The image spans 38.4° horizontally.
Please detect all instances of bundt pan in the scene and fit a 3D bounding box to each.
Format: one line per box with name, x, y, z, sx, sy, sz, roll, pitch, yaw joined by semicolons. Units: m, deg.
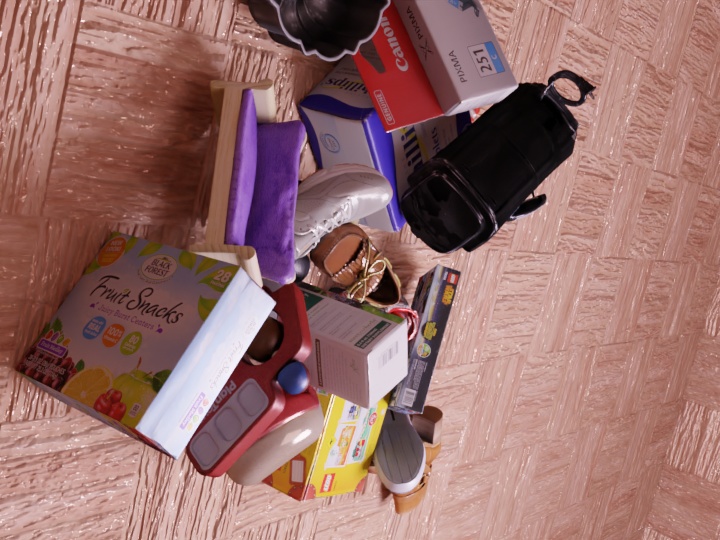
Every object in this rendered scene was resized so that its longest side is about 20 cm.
bundt pan;-0.053;-0.325;1.086;0.201;0.076;0.203;-19;115;-45

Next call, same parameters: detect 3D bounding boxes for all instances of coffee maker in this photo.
coffee maker;0.158;-0.134;1.235;0.200;0.134;0.192;-44;160;-35

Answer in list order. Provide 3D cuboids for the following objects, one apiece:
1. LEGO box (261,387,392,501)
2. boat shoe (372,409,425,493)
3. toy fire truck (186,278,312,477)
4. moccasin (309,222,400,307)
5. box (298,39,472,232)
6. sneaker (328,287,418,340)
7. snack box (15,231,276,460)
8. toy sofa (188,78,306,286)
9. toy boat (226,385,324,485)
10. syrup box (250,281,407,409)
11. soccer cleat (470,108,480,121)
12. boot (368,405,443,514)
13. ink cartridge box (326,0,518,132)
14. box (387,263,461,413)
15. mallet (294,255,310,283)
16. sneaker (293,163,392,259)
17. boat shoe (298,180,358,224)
LEGO box;-0.038;0.196;1.384;0.149;0.077;0.201;11;97;-57
boat shoe;0.053;0.257;1.476;0.200;0.073;0.067;-92;-178;-59
toy fire truck;-0.129;0.095;1.086;0.200;0.168;0.112;-45;147;6
moccasin;-0.001;0.001;1.244;0.074;0.078;0.201;-43;153;-3
box;0.040;-0.183;1.282;0.200;0.105;0.184;-50;142;-29
sneaker;0.041;0.068;1.407;0.201;0.108;0.068;11;97;-58
snack box;-0.200;0.061;0.954;0.169;0.199;0.068;-58;136;-18
toy sofa;-0.109;-0.087;1.033;0.083;0.097;0.201;90;3;-67
toy boat;-0.121;0.159;1.195;0.130;0.131;0.200;-36;-175;-3
syrup box;-0.048;0.077;1.193;0.079;0.199;0.082;-37;135;-42
soccer cleat;0.115;-0.190;1.434;0.069;0.077;0.201;34;57;-43
boot;0.063;0.314;1.604;0.200;0.074;0.155;-21;127;-47
ink cartridge box;0.068;-0.273;1.186;0.176;0.045;0.201;-20;83;-31
box;0.084;0.100;1.441;0.137;0.040;0.201;137;-29;-79
mallet;-0.151;-0.008;1.158;0.199;0.066;0.041;-3;108;-40
sneaker;-0.054;-0.051;1.109;0.199;0.092;0.076;-14;135;-12
boat shoe;-0.073;-0.068;1.201;0.200;0.072;0.068;23;94;-54
